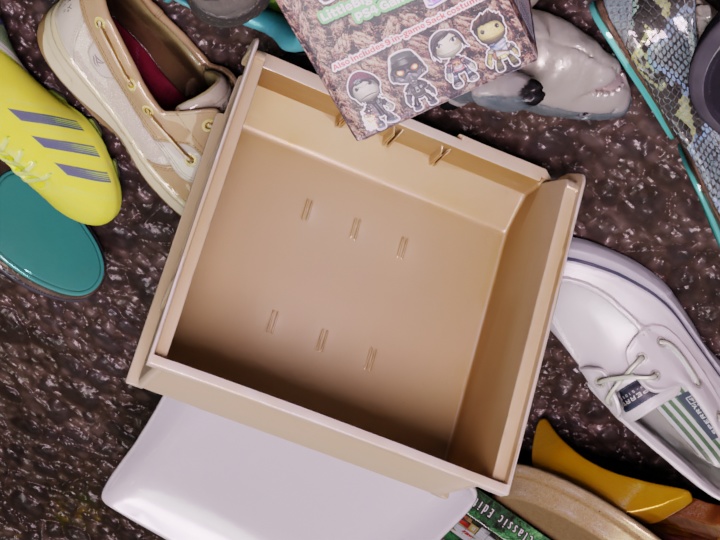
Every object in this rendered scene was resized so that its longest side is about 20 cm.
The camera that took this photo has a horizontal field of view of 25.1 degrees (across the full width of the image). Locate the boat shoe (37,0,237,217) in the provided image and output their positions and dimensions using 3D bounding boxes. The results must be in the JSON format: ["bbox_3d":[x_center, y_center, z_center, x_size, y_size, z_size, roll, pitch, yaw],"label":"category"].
[{"bbox_3d":[-0.102,-0.092,0.958,0.200,0.074,0.066,43,135,-16],"label":"boat shoe"}]

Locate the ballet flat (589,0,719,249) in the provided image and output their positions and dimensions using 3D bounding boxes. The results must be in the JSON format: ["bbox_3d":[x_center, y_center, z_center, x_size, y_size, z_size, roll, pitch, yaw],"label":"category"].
[{"bbox_3d":[0.194,-0.078,0.868,0.074,0.074,0.200,-16,124,30],"label":"ballet flat"}]

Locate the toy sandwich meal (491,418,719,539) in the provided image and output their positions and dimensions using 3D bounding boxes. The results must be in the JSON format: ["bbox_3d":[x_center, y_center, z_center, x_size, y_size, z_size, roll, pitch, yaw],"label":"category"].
[{"bbox_3d":[0.177,0.173,1.065,0.204,0.070,0.205,33,161,13],"label":"toy sandwich meal"}]

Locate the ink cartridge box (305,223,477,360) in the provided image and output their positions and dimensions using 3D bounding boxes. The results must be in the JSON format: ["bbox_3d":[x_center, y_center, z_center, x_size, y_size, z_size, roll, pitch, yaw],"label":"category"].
[{"bbox_3d":[-0.010,0.053,1.035,0.145,0.084,0.200,35,132,-10],"label":"ink cartridge box"}]

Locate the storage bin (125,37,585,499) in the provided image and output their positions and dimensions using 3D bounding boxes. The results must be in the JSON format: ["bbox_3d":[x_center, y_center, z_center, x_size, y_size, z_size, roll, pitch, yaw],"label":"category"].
[{"bbox_3d":[0.000,0.000,0.884,0.199,0.200,0.094,21,162,-12],"label":"storage bin"}]

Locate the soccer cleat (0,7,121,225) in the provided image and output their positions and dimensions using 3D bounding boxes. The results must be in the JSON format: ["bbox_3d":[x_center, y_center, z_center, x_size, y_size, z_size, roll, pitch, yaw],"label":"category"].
[{"bbox_3d":[-0.222,-0.097,0.992,0.064,0.084,0.201,-18,120,31],"label":"soccer cleat"}]

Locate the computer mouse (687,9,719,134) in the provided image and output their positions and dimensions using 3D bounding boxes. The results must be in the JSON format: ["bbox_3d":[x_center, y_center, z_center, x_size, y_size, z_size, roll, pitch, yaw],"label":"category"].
[{"bbox_3d":[0.255,-0.108,0.813,0.198,0.053,0.139,-1,127,-8],"label":"computer mouse"}]

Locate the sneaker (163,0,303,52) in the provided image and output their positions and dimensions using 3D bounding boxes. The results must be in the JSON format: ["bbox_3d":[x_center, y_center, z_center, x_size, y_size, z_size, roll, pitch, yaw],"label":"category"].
[{"bbox_3d":[-0.094,-0.186,0.874,0.199,0.080,0.078,28,132,-2],"label":"sneaker"}]

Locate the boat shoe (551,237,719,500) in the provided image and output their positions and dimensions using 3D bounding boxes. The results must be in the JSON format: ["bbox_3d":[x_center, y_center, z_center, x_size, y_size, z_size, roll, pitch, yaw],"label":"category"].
[{"bbox_3d":[0.176,0.061,0.983,0.200,0.067,0.074,38,130,-12],"label":"boat shoe"}]

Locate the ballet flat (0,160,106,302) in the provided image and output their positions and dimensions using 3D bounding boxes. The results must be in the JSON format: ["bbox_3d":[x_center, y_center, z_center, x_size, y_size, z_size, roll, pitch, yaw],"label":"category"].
[{"bbox_3d":[-0.256,-0.047,1.065,0.200,0.073,0.073,37,131,-19],"label":"ballet flat"}]

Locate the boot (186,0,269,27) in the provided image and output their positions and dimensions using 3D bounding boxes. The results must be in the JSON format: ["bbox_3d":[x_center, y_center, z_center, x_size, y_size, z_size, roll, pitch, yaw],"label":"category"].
[{"bbox_3d":[-0.092,-0.217,0.778,0.067,0.131,0.201,-24,88,-1],"label":"boot"}]

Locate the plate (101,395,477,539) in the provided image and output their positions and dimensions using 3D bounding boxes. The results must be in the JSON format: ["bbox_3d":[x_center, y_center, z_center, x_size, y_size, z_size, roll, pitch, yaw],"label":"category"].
[{"bbox_3d":[-0.048,0.137,1.042,0.199,0.032,0.200,30,133,-5],"label":"plate"}]

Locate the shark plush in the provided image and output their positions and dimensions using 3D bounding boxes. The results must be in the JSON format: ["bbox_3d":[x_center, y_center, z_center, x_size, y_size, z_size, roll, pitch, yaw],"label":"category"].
[{"bbox_3d":[0.046,-0.104,0.902,0.198,0.092,0.083,-9,155,21],"label":"shark plush"}]

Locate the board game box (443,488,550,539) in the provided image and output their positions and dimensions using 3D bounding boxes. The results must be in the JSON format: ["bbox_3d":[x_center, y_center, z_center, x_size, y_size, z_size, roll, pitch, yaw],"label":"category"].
[{"bbox_3d":[0.106,0.192,1.092,0.199,0.024,0.105,34,164,7],"label":"board game box"}]

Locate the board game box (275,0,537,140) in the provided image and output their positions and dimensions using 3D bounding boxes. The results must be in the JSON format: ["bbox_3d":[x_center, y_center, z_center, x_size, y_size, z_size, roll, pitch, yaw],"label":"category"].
[{"bbox_3d":[-0.003,-0.194,0.766,0.096,0.160,0.201,-23,117,16],"label":"board game box"}]
